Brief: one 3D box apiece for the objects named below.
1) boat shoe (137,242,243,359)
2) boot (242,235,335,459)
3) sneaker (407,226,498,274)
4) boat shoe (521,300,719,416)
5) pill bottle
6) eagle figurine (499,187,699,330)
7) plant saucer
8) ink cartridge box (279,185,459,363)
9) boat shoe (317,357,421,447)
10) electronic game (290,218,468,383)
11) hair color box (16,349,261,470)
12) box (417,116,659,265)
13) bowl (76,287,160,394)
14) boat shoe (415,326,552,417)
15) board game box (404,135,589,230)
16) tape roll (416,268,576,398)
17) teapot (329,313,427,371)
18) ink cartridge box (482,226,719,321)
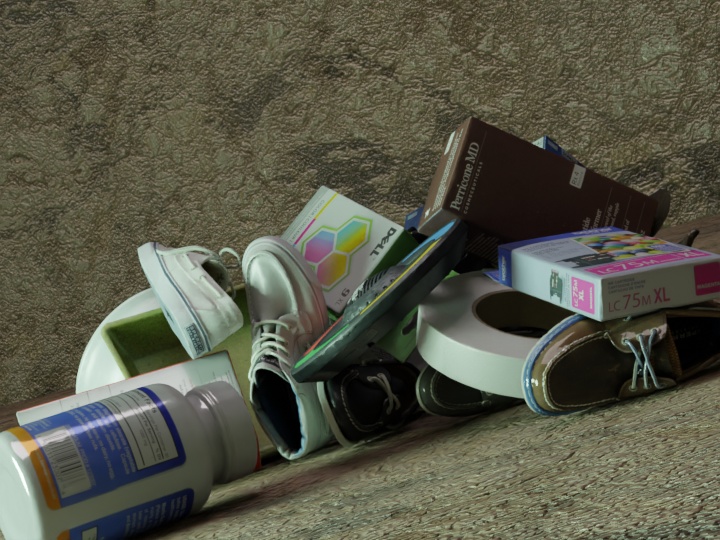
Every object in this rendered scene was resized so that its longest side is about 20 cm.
[{"bbox_3d":[-0.151,0.012,1.558,0.086,0.075,0.202,-26,24,-10],"label":"boat shoe"},{"bbox_3d":[-0.070,0.070,1.498,0.073,0.201,0.096,-19,3,22],"label":"boot"},{"bbox_3d":[0.118,0.002,1.678,0.199,0.083,0.072,13,7,-29],"label":"sneaker"},{"bbox_3d":[0.216,0.061,1.281,0.199,0.073,0.072,-22,13,-28],"label":"boat shoe"},{"bbox_3d":[-0.187,0.155,1.315,0.199,0.113,0.112,-16,2,-30],"label":"pill bottle"},{"bbox_3d":[0.236,0.019,1.618,0.199,0.153,0.151,-10,24,23],"label":"eagle figurine"},{"bbox_3d":[-0.127,0.114,1.600,0.199,0.200,0.048,-16,-36,-27],"label":"plant saucer"},{"bbox_3d":[0.000,0.000,1.593,0.104,0.059,0.200,-52,40,-6],"label":"ink cartridge box"},{"bbox_3d":[0.013,0.116,1.500,0.060,0.074,0.200,-20,-8,14],"label":"boat shoe"},{"bbox_3d":[0.016,0.026,1.421,0.200,0.042,0.200,-43,3,3],"label":"electronic game"},{"bbox_3d":[-0.198,0.153,1.480,0.199,0.102,0.061,-15,-35,-10],"label":"hair color box"},{"bbox_3d":[0.163,-0.051,1.505,0.199,0.101,0.075,22,-20,-9],"label":"box"},{"bbox_3d":[-0.186,0.121,1.702,0.200,0.202,0.090,-17,27,-29],"label":"bowl"},{"bbox_3d":[0.142,0.080,1.445,0.199,0.067,0.057,-13,-5,-30],"label":"boat shoe"},{"bbox_3d":[0.160,-0.050,1.694,0.135,0.035,0.199,35,-44,-30],"label":"board game box"},{"bbox_3d":[0.146,0.051,1.400,0.201,0.037,0.203,2,21,-1],"label":"tape roll"},{"bbox_3d":[0.004,0.059,1.760,0.197,0.201,0.146,-32,-2,-34],"label":"teapot"},{"bbox_3d":[0.195,-0.002,1.355,0.119,0.042,0.200,-9,11,-22],"label":"ink cartridge box"}]
